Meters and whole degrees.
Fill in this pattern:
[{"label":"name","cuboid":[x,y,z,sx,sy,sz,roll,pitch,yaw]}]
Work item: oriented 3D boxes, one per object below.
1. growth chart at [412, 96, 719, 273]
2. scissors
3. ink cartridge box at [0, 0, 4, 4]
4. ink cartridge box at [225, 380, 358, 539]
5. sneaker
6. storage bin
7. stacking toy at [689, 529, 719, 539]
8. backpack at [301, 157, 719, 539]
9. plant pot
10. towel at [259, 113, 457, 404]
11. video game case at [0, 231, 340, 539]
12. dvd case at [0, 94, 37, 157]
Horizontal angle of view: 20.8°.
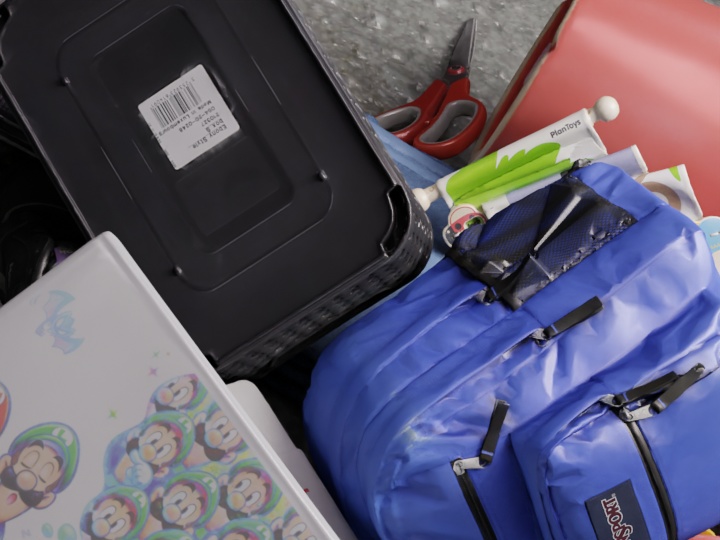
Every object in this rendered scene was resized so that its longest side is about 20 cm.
[{"label":"growth chart","cuboid":[0.136,0.006,1.054,0.201,0.144,0.018,57,16,-9]},{"label":"scissors","cuboid":[0.064,-0.116,1.223,0.073,0.014,0.200,3,29,26]},{"label":"ink cartridge box","cuboid":[-0.127,-0.189,1.060,0.084,0.146,0.200,43,28,12]},{"label":"ink cartridge box","cuboid":[-0.053,0.156,0.868,0.115,0.067,0.200,-13,59,-39]},{"label":"sneaker","cuboid":[-0.140,0.008,0.937,0.075,0.088,0.201,12,45,-23]},{"label":"storage bin","cuboid":[-0.069,-0.060,0.926,0.201,0.135,0.094,58,4,9]},{"label":"stacking toy","cuboid":[0.146,0.168,0.970,0.145,0.147,0.200,-5,35,-36]},{"label":"backpack","cuboid":[0.081,0.069,0.912,0.199,0.163,0.168,-29,30,-9]},{"label":"plant pot","cuboid":[0.171,-0.073,1.131,0.177,0.201,0.201,31,41,-2]},{"label":"towel","cuboid":[0.000,0.000,1.067,0.111,0.049,0.200,31,40,-2]},{"label":"video game case","cuboid":[-0.122,0.111,0.816,0.182,0.024,0.200,-37,70,-5]},{"label":"dvd case","cuboid":[-0.169,-0.099,1.050,0.199,0.016,0.149,29,25,-7]}]
